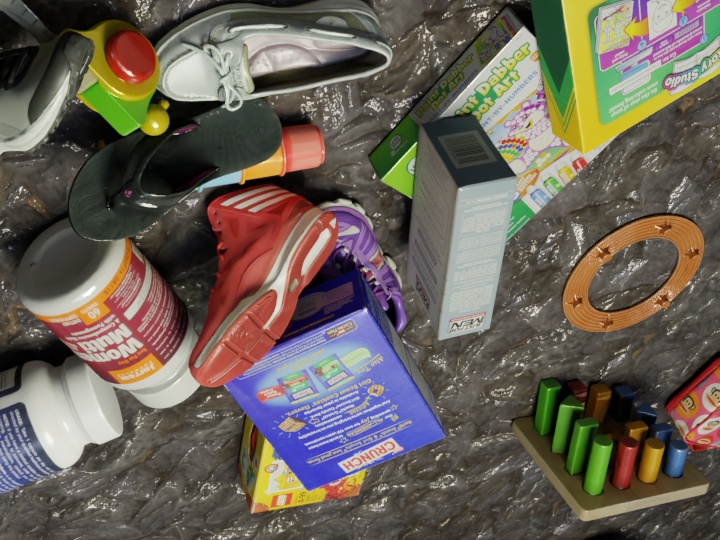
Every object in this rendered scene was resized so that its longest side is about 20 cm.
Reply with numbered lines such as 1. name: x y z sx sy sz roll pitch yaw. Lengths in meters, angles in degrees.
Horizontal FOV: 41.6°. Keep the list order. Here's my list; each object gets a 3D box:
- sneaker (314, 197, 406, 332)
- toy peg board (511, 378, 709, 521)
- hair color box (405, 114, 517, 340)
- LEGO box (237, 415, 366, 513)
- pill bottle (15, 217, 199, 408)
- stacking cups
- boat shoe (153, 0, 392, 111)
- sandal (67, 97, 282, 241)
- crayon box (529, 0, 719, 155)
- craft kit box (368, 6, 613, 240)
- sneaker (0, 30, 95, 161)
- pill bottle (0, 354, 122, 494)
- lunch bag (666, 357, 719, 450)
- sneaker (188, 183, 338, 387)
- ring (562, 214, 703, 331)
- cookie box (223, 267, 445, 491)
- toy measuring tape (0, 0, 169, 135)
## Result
1. sneaker: 0.000 0.000 0.992 0.080 0.084 0.200 -34 136 10
2. toy peg board: 0.345 0.223 1.300 0.198 0.200 0.098 -7 120 -19
3. hair color box: 0.093 -0.038 0.925 0.060 0.099 0.201 -11 136 -14
4. LEGO box: -0.062 0.198 1.162 0.148 0.077 0.201 -5 134 -21
5. pill bottle: -0.229 0.046 0.911 0.109 0.110 0.200 -27 137 3
6. stacking cups: -0.133 -0.101 0.859 0.199 0.061 0.061 -11 136 -22
7. boat shoe: -0.075 -0.178 0.793 0.201 0.065 0.075 -10 135 -11
8. sandal: -0.154 -0.092 0.790 0.200 0.048 0.076 -32 101 -19
9. crayon box: 0.258 -0.230 0.868 0.199 0.058 0.173 -30 133 -10
10. craft kit box: 0.143 -0.133 0.958 0.197 0.049 0.200 27 117 -37
11. sneaker: -0.271 -0.130 0.703 0.199 0.074 0.079 -16 136 38
12. pill bottle: -0.353 0.160 0.963 0.199 0.116 0.116 -21 137 -3
13. lunch bag: 0.578 0.217 1.473 0.199 0.082 0.176 15 125 -36
14. sneaker: -0.118 0.006 0.906 0.200 0.115 0.078 -51 152 -11
15. ring: 0.352 0.011 1.213 0.199 0.019 0.201 -12 136 -12
16. cookie box: -0.030 0.120 0.988 0.170 0.075 0.200 -24 124 11
17. toy measuring tape: -0.218 -0.186 0.735 0.073 0.074 0.200 -37 116 13
